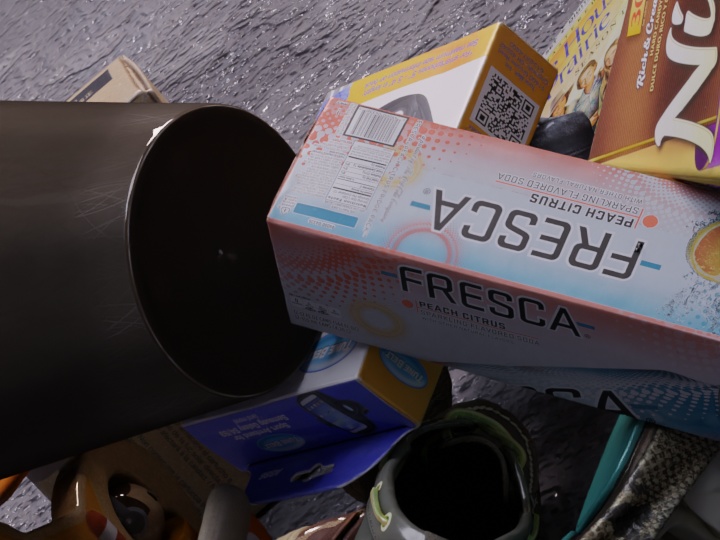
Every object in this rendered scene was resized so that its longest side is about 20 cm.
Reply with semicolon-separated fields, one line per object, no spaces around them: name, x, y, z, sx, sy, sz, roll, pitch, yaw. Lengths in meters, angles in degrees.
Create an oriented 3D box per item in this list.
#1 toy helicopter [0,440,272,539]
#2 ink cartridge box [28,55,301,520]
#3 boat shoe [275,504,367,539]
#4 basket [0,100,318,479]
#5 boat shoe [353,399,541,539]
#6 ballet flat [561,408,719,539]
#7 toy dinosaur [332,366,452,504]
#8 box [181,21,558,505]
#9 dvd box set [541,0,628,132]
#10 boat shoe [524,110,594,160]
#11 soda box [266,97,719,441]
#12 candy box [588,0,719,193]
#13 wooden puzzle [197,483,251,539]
toy helicopter;-0.121;0.111;1.246;0.079;0.133;0.200;-32;-8;20
ink cartridge box;-0.106;0.028;1.362;0.165;0.200;0.075;-40;23;1
boat shoe;-0.010;0.157;1.145;0.072;0.072;0.200;-33;17;23
basket;-0.121;0.005;1.153;0.199;0.136;0.181;-7;67;42
boat shoe;0.039;0.092;1.127;0.061;0.072;0.202;-62;-5;23
ballet flat;0.099;0.106;1.060;0.200;0.075;0.068;-54;-4;-29
toy dinosaur;0.013;0.057;1.250;0.076;0.103;0.200;0;20;-4
box;0.000;0.000;1.169;0.119;0.041;0.201;-18;39;49
dvd box set;0.111;-0.067;1.354;0.147;0.029;0.200;-53;16;25
boat shoe;0.053;-0.044;1.261;0.071;0.068;0.200;-24;11;-16
soda box;0.069;0.001;1.052;0.199;0.069;0.064;15;58;19
candy box;0.152;-0.082;1.017;0.200;0.056;0.117;-170;94;-73
wooden puzzle;-0.098;0.204;1.114;0.185;0.037;0.201;-80;13;-57
